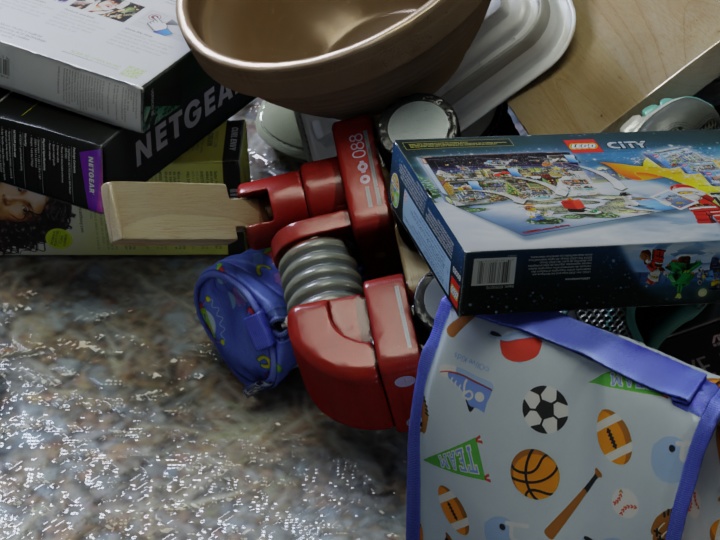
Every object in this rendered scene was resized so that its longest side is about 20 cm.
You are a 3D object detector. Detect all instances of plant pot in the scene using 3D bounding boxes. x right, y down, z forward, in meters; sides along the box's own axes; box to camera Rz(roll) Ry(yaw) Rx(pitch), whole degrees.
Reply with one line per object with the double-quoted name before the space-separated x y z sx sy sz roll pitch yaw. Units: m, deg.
"plant pot" 0.002 -0.153 1.665 0.201 0.093 0.201 -16 41 15

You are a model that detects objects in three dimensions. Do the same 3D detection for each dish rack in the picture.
"dish rack" 0.029 -0.149 1.759 0.200 0.044 0.172 -35 44 20

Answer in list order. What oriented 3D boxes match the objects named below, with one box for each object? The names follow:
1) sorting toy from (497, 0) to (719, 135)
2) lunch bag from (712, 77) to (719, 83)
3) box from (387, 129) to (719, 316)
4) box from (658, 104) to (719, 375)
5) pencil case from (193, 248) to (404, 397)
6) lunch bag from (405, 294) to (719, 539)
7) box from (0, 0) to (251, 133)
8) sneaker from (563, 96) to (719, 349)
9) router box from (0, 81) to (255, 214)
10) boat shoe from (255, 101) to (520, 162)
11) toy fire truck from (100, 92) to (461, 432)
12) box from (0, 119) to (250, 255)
"sorting toy" 0.182 -0.140 1.717 0.199 0.070 0.200 -37 31 6
"lunch bag" 0.165 -0.200 1.887 0.200 0.139 0.168 -7 22 -6
"box" 0.128 -0.027 1.477 0.200 0.038 0.137 -2 26 -14
"box" 0.167 -0.003 1.669 0.158 0.050 0.200 -19 35 23
"pencil case" 0.000 0.000 1.698 0.200 0.078 0.087 -26 17 -25
"lunch bag" 0.117 0.106 1.472 0.170 0.200 0.124 22 46 28
"box" -0.136 -0.156 1.740 0.144 0.036 0.200 20 38 24
"sneaker" 0.163 -0.008 1.576 0.091 0.078 0.200 10 61 39
"router box" -0.162 -0.115 1.756 0.149 0.051 0.200 17 36 26
"boat shoe" 0.021 -0.090 1.813 0.199 0.066 0.075 -3 60 41
"toy fire truck" -0.029 -0.001 1.592 0.200 0.129 0.176 -13 59 2
"box" -0.169 -0.051 1.774 0.200 0.075 0.050 -1 37 3
